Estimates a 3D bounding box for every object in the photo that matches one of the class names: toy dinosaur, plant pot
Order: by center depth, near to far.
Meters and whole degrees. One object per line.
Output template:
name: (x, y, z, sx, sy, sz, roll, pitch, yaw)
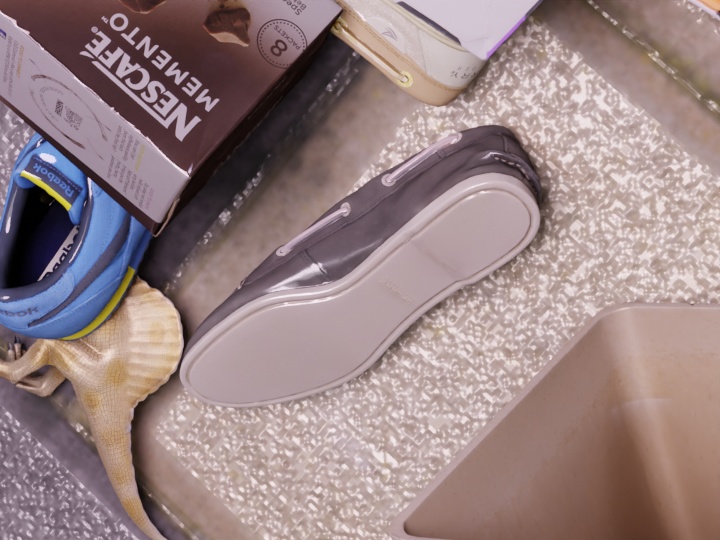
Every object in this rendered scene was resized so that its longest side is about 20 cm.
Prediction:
plant pot: (0.161, 0.137, 0.780, 0.199, 0.200, 0.178, 1, 116, 37)
toy dinosaur: (-0.134, 0.043, 0.943, 0.101, 0.058, 0.201, 5, 99, 16)

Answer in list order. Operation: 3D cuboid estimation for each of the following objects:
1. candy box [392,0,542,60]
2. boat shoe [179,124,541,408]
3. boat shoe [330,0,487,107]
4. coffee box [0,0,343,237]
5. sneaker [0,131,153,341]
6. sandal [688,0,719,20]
candy box: (0.049, -0.215, 0.790, 0.168, 0.071, 0.200, -46, 44, 18)
boat shoe: (0.000, 0.000, 0.904, 0.200, 0.057, 0.067, -31, 123, 22)
boat shoe: (-0.024, -0.147, 0.876, 0.200, 0.074, 0.067, 40, 129, 16)
coffee box: (-0.123, -0.128, 0.842, 0.200, 0.080, 0.113, 42, 65, -1)
sneaker: (-0.116, -0.062, 0.892, 0.066, 0.078, 0.201, 22, 83, 15)
sandal: (0.176, -0.118, 0.791, 0.206, 0.059, 0.079, 21, 118, -9)
